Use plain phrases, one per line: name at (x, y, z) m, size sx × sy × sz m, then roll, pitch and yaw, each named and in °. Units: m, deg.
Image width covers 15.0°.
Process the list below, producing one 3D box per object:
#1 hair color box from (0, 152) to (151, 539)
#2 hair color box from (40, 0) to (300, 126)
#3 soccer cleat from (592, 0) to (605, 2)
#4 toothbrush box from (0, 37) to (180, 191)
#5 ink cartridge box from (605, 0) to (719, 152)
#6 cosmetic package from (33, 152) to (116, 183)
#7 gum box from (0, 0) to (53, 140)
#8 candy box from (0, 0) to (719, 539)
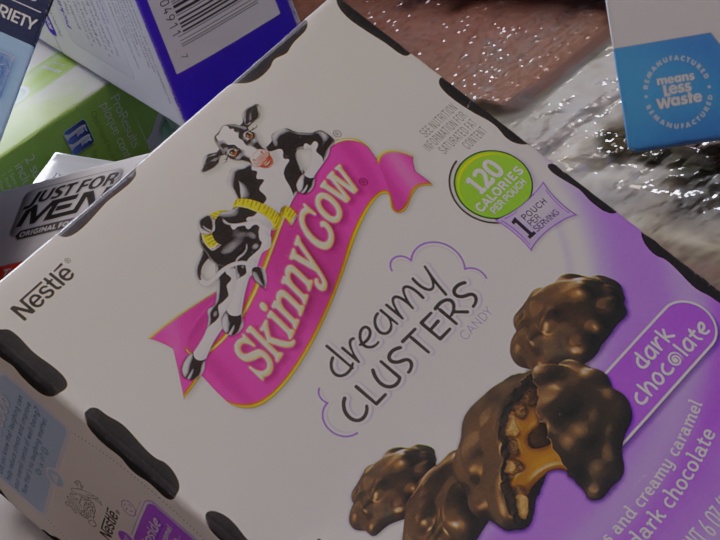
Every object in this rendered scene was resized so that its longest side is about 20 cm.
hair color box at (-0.096, 0.062, 0.843) m, size 0.101 × 0.061 × 0.200 m, roll -12°, pitch 48°, yaw 33°
hair color box at (-0.105, -0.140, 1.067) m, size 0.065 × 0.109 × 0.200 m, roll -32°, pitch 33°, yaw -19°
soccer cleat at (0.068, -0.162, 1.209) m, size 0.200 × 0.069 × 0.085 m, roll 14°, pitch 36°, yaw 43°
toothbrush box at (-0.136, -0.051, 1.137) m, size 0.200 × 0.086 × 0.146 m, roll -36°, pitch 32°, yaw -26°
ink cartridge box at (0.143, -0.150, 0.982) m, size 0.116 × 0.200 × 0.068 m, roll -8°, pitch 3°, yaw 25°
cosmetic package at (-0.074, 0.039, 0.941) m, size 0.200 × 0.052 × 0.151 m, roll 10°, pitch 55°, yaw 45°
gum box at (-0.169, 0.013, 0.899) m, size 0.170 × 0.045 × 0.200 m, roll -46°, pitch 25°, yaw 57°
candy box at (0.010, 0.042, 0.775) m, size 0.200 × 0.072 × 0.168 m, roll 38°, pitch 56°, yaw 11°
